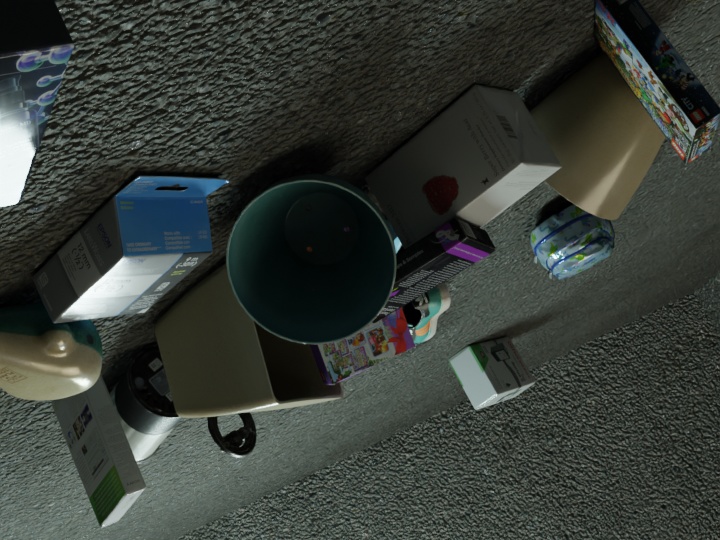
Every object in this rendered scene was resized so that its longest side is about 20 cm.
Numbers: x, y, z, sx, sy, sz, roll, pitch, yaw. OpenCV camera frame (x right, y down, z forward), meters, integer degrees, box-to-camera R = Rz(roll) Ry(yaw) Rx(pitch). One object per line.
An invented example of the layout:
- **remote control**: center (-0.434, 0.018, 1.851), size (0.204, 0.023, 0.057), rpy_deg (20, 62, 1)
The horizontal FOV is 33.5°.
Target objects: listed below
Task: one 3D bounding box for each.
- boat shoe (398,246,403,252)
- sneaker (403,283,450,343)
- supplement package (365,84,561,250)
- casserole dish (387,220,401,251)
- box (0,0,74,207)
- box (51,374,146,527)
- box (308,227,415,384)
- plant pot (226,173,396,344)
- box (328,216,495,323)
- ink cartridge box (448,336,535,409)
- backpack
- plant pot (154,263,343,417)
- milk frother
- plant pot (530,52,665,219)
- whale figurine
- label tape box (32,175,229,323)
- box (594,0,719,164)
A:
- **boat shoe**: center (0.056, -0.016, 1.878), size (0.199, 0.073, 0.072), rpy_deg (-24, 137, 22)
- **sneaker**: center (0.103, 0.084, 2.254), size (0.079, 0.072, 0.200), rpy_deg (-17, 156, -21)
- **supplement package**: center (0.130, -0.125, 1.530), size (0.200, 0.122, 0.119), rpy_deg (-38, 162, 29)
- **casserole dish**: center (0.000, 0.000, 1.750), size (0.200, 0.039, 0.121), rpy_deg (-48, 172, -23)
- **box**: center (-0.300, -0.124, 0.814), size (0.148, 0.108, 0.200), rpy_deg (-17, 160, -34)
- **box**: center (-0.367, 0.241, 1.669), size (0.036, 0.201, 0.144), rpy_deg (-13, 159, -34)
- **box**: center (-0.020, 0.038, 1.644), size (0.136, 0.202, 0.039), rpy_deg (-22, -174, -21)
- **plant pot**: center (-0.052, -0.030, 1.443), size (0.199, 0.201, 0.135), rpy_deg (-33, -166, 15)
- **box**: center (0.067, 0.004, 1.539), size (0.199, 0.036, 0.143), rpy_deg (-33, 165, 15)
- **ink cartridge box**: center (0.337, 0.258, 3.051), size (0.084, 0.147, 0.199), rpy_deg (-40, 162, 33)
- **backpack**: center (0.388, -0.058, 2.199), size (0.162, 0.155, 0.200), rpy_deg (-24, 152, 9)
- **plant pot**: center (-0.165, 0.110, 1.658), size (0.176, 0.202, 0.200), rpy_deg (-22, 168, 24)
- **milk frother**: center (-0.276, 0.228, 1.789), size (0.180, 0.201, 0.188), rpy_deg (-18, 162, -37)
- **plant pot**: center (0.333, -0.205, 1.582), size (0.187, 0.188, 0.200), rpy_deg (-6, 139, -55)
- **whale figurine**: center (-0.384, 0.075, 1.352), size (0.158, 0.105, 0.199), rpy_deg (-21, 147, 34)
- **label tape box**: center (-0.241, -0.023, 1.313), size (0.200, 0.067, 0.143), rpy_deg (-36, 163, 30)
- **box**: center (0.350, -0.233, 1.423), size (0.038, 0.201, 0.137), rpy_deg (-32, 164, 2)
